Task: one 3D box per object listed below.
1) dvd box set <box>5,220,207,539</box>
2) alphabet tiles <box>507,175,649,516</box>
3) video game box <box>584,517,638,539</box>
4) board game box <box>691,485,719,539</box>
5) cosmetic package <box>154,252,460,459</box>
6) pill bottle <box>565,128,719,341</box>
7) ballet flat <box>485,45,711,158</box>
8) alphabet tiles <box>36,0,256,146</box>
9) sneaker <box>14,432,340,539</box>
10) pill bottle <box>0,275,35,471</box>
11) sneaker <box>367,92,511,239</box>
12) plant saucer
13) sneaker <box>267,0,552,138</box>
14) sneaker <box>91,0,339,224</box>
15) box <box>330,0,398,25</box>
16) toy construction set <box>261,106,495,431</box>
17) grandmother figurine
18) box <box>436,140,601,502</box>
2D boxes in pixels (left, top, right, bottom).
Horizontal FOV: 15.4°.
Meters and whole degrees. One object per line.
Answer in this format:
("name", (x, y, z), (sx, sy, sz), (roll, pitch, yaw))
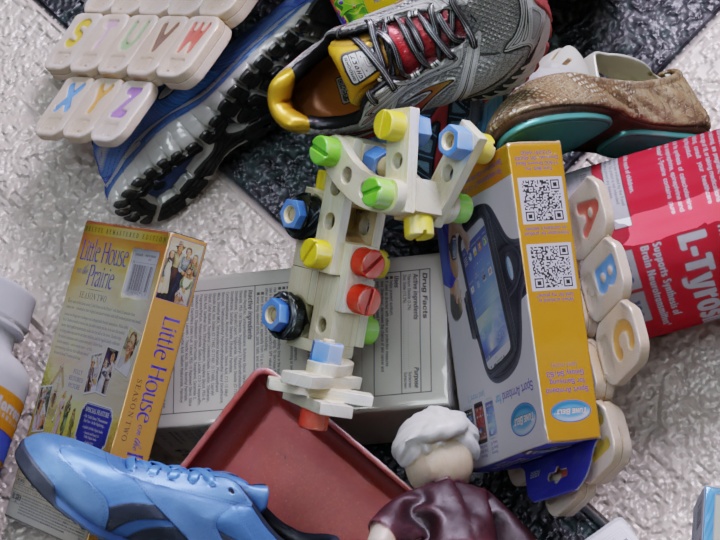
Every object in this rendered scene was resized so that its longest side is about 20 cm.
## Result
("dvd box set", (-0.161, 0.071, 1.665), (0.146, 0.029, 0.201), (7, 81, 62))
("alphabet tiles", (0.114, 0.040, 1.593), (0.015, 0.196, 0.201), (-2, 64, -23))
("video game box", (0.130, 0.266, 1.529), (0.199, 0.047, 0.182), (-31, 64, -22))
("board game box", (0.252, 0.229, 1.516), (0.134, 0.034, 0.201), (9, 61, -2))
("cosmetic package", (-0.033, 0.055, 1.680), (0.199, 0.073, 0.104), (-4, 69, 13))
("pill bottle", (0.226, -0.030, 1.620), (0.199, 0.112, 0.113), (-16, 66, 9))
("ballet flat", (0.138, -0.103, 1.636), (0.070, 0.199, 0.066), (-30, 70, 36))
("alphabet tiles", (-0.137, -0.165, 1.756), (0.200, 0.015, 0.196), (10, 61, 56))
("sneaker", (-0.104, 0.136, 1.557), (0.199, 0.066, 0.079), (31, 103, -8))
("pill bottle", (-0.278, 0.098, 1.710), (0.111, 0.112, 0.201), (13, 74, 20))
("sneaker", (0.045, -0.103, 1.653), (0.095, 0.201, 0.079), (-2, 28, -4))
("plant saucer", (-0.041, 0.195, 1.612), (0.200, 0.037, 0.200), (39, 97, 12))
("sneaker", (0.029, -0.123, 1.577), (0.199, 0.082, 0.078), (-27, 83, 35))
("sneaker", (-0.102, -0.125, 1.760), (0.200, 0.079, 0.089), (-38, 60, 8))
("box", (0.050, -0.259, 1.698), (0.199, 0.193, 0.122), (-26, 21, 4))
("toy construction set", (0.000, 0.000, 1.574), (0.131, 0.092, 0.201), (13, 80, 50))
("grandmother figurine", (0.054, 0.165, 1.530), (0.061, 0.121, 0.201), (-46, 41, 41))
("box", (0.091, 0.035, 1.575), (0.041, 0.119, 0.201), (-1, 78, -21))
